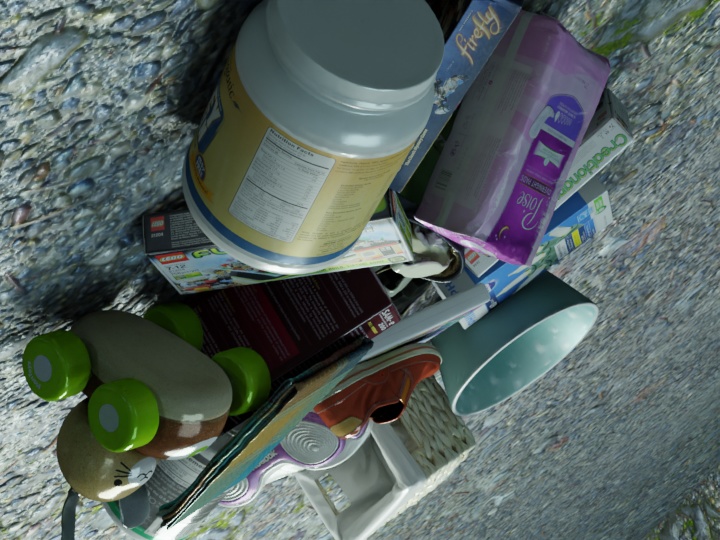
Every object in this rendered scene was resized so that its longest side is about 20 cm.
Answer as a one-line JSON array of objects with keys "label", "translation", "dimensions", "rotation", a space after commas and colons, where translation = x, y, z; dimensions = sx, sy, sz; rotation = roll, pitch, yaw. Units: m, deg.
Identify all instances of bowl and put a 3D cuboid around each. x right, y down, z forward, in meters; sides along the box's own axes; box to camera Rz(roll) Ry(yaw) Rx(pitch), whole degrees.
[{"label": "bowl", "translation": [0.156, 0.062, 1.991], "dimensions": [0.200, 0.105, 0.201], "rotation": [-31, 159, -14]}]

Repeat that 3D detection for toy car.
[{"label": "toy car", "translation": [-0.193, 0.148, 1.473], "dimensions": [0.164, 0.157, 0.201], "rotation": [-14, 128, -51]}]

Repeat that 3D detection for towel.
[{"label": "towel", "translation": [-0.083, 0.137, 1.538], "dimensions": [0.200, 0.022, 0.146], "rotation": [-47, 171, 29]}]

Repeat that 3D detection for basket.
[{"label": "basket", "translation": [0.026, 0.211, 2.046], "dimensions": [0.123, 0.136, 0.200], "rotation": [-24, 164, -34]}]

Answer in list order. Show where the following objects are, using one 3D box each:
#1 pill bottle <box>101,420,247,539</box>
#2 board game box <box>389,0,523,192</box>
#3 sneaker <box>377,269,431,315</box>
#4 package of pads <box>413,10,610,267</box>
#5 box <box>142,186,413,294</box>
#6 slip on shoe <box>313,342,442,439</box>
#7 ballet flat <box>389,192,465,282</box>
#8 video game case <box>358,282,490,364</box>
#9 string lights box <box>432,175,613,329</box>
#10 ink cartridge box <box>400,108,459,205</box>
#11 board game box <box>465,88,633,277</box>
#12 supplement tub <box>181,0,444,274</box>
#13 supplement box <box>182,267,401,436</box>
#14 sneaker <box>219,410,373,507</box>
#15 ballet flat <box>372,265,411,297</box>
[{"label": "pill bottle", "translation": [-0.158, 0.164, 1.700], "dimensions": [0.113, 0.113, 0.200], "rotation": [-7, 145, -52]}, {"label": "board game box", "translation": [0.069, -0.171, 1.331], "dimensions": [0.200, 0.034, 0.136], "rotation": [-56, -167, 42]}, {"label": "sneaker", "translation": [-0.010, 0.043, 1.729], "dimensions": [0.199, 0.074, 0.089], "rotation": [-24, 155, -29]}, {"label": "package of pads", "translation": [0.131, -0.111, 1.501], "dimensions": [0.120, 0.075, 0.201], "rotation": [21, 92, -55]}, {"label": "box", "translation": [-0.064, -0.026, 1.420], "dimensions": [0.198, 0.035, 0.110], "rotation": [-8, 161, 8]}, {"label": "slip on shoe", "translation": [0.020, 0.115, 1.699], "dimensions": [0.074, 0.061, 0.200], "rotation": [-32, 173, 30]}, {"label": "ballet flat", "translation": [0.017, -0.034, 1.512], "dimensions": [0.199, 0.073, 0.073], "rotation": [21, 124, -39]}, {"label": "video game case", "translation": [0.010, 0.079, 1.750], "dimensions": [0.199, 0.024, 0.182], "rotation": [-23, 173, -27]}, {"label": "string lights box", "translation": [0.167, -0.031, 1.871], "dimensions": [0.199, 0.059, 0.103], "rotation": [-36, 159, 0]}, {"label": "ink cartridge box", "translation": [0.073, -0.089, 1.592], "dimensions": [0.199, 0.059, 0.104], "rotation": [-16, 154, -42]}, {"label": "board game box", "translation": [0.177, -0.087, 1.722], "dimensions": [0.200, 0.035, 0.126], "rotation": [-42, -171, 17]}, {"label": "supplement tub", "translation": [-0.034, -0.108, 1.258], "dimensions": [0.144, 0.145, 0.200], "rotation": [-20, 154, -37]}, {"label": "supplement box", "translation": [-0.076, 0.047, 1.568], "dimensions": [0.199, 0.109, 0.061], "rotation": [-32, 161, 1]}, {"label": "sneaker", "translation": [-0.071, 0.164, 1.781], "dimensions": [0.199, 0.075, 0.100], "rotation": [-25, -167, 24]}, {"label": "ballet flat", "translation": [0.000, 0.000, 1.653], "dimensions": [0.199, 0.073, 0.068], "rotation": [-26, 156, -26]}]
